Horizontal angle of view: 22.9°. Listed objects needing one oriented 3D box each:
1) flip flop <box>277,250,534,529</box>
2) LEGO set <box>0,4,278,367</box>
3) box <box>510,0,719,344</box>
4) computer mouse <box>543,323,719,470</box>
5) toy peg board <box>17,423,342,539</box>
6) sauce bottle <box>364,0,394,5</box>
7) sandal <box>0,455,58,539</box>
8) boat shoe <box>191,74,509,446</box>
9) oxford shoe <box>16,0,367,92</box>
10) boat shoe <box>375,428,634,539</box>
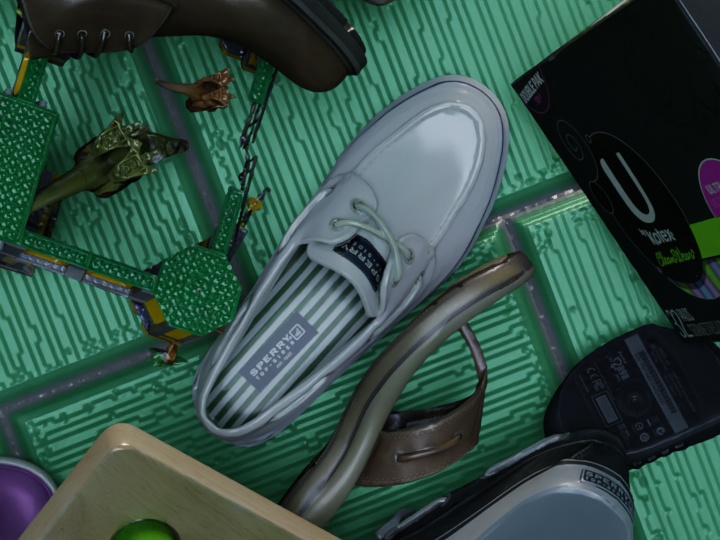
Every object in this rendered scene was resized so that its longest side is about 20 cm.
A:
[{"bbox_3d":[0.017,0.075,0.783,0.058,0.081,0.200,35,96,4],"label":"flip flop"},{"bbox_3d":[-0.110,-0.059,0.778,0.154,0.116,0.200,11,79,-20],"label":"LEGO set"},{"bbox_3d":[0.172,-0.065,0.711,0.124,0.200,0.149,-35,92,-11],"label":"box"},{"bbox_3d":[0.176,0.042,0.812,0.200,0.034,0.059,-21,65,-4],"label":"computer mouse"},{"bbox_3d":[-0.068,0.199,0.699,0.200,0.098,0.199,33,106,-25],"label":"toy peg board"},{"bbox_3d":[-0.061,-0.178,0.719,0.200,0.065,0.065,27,92,-21],"label":"sauce bottle"},{"bbox_3d":[-0.231,0.140,0.798,0.202,0.050,0.083,-16,92,0],"label":"sandal"},{"bbox_3d":[0.000,0.000,0.787,0.074,0.067,0.200,35,91,-2],"label":"boat shoe"},{"bbox_3d":[-0.093,-0.111,0.700,0.200,0.073,0.084,25,88,-13],"label":"oxford shoe"},{"bbox_3d":[0.037,0.134,0.792,0.074,0.068,0.199,41,116,-12],"label":"boat shoe"}]
